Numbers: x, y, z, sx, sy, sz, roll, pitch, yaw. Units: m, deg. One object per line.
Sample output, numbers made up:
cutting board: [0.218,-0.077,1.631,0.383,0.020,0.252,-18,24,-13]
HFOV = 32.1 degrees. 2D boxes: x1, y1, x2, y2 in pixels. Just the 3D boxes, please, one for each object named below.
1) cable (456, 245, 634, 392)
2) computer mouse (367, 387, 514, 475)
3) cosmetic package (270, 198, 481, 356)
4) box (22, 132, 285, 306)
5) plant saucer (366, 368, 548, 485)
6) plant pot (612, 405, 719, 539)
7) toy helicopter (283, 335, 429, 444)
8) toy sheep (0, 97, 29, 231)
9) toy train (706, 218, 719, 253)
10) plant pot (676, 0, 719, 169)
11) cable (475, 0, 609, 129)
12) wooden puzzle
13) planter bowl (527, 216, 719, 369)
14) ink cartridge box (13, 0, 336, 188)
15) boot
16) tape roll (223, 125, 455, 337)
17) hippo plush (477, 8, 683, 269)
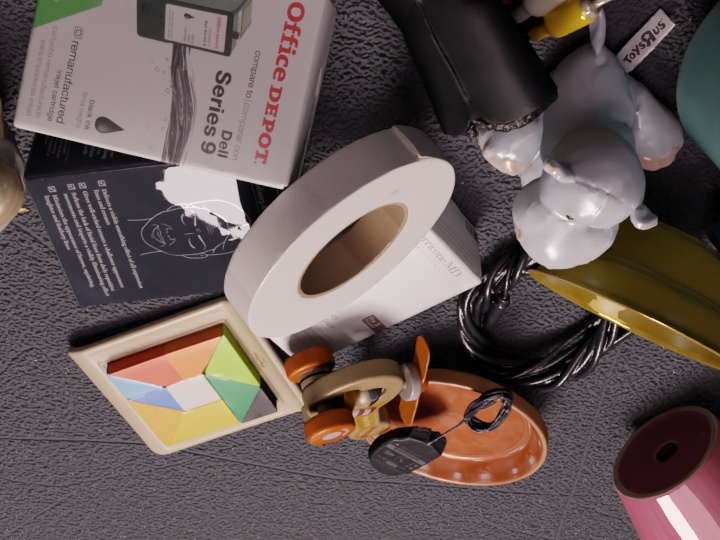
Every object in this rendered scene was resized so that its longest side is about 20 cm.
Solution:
cable: [0.172,0.045,1.195,0.163,0.051,0.200,33,127,-30]
computer mouse: [0.079,0.155,1.255,0.058,0.034,0.199,33,134,-28]
cosmetic package: [0.000,0.000,1.132,0.199,0.074,0.102,-26,131,26]
box: [-0.154,-0.066,1.037,0.198,0.108,0.149,-5,135,6]
plant saucer: [0.096,0.160,1.300,0.198,0.033,0.201,11,143,8]
plant pot: [0.367,0.250,1.322,0.199,0.201,0.179,-31,113,28]
toy helicopter: [0.009,0.122,1.197,0.131,0.079,0.200,-19,159,-2]
toy sheep: [-0.340,-0.089,0.998,0.199,0.138,0.139,28,147,32]
toy train: [0.351,-0.006,1.050,0.086,0.200,0.115,-13,116,4]
plant pot: [0.359,-0.113,0.927,0.199,0.162,0.202,-9,135,-9]
cable: [0.105,-0.183,0.951,0.097,0.050,0.200,46,136,1]
wooden puzzle: [-0.171,0.117,1.276,0.198,0.037,0.186,-16,134,15]
planter bowl: [0.248,0.008,1.060,0.199,0.200,0.084,26,89,-25]
ink cartridge box: [-0.128,-0.151,0.896,0.198,0.084,0.147,13,95,1]
boot: [0.097,-0.188,0.870,0.199,0.076,0.169,-18,110,47]
tape roll: [-0.014,-0.028,0.964,0.202,0.037,0.203,-35,160,-14]
hippo plush: [0.193,-0.083,0.985,0.158,0.162,0.200,20,133,-20]
